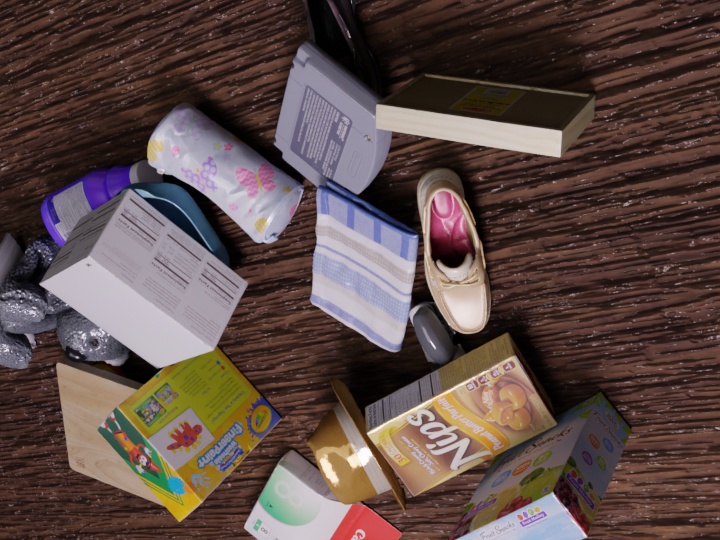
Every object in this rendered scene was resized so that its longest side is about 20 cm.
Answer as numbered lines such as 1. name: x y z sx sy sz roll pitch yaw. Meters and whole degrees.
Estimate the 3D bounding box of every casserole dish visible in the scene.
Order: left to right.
1. casserole dish: -0.240 -0.050 1.374 0.120 0.039 0.201 4 144 28

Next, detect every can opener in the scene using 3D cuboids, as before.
1. can opener: 0.107 0.132 1.288 0.053 0.067 0.202 -13 108 32

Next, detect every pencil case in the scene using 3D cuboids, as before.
1. pencil case: -0.167 -0.120 1.301 0.199 0.091 0.083 35 166 8

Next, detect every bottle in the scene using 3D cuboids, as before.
1. bottle: -0.350 -0.095 1.436 0.199 0.065 0.084 -21 101 36

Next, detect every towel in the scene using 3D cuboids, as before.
1. towel: 0.000 0.000 1.275 0.146 0.024 0.201 31 139 22

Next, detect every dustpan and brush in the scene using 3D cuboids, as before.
1. dustpan and brush: -0.530 0.057 1.606 0.057 0.141 0.201 -1 140 22

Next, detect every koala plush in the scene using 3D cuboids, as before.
1. koala plush: -0.405 0.060 1.513 0.198 0.185 0.178 26 139 -9

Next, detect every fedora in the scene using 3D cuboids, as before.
1. fedora: -0.014 0.234 1.339 0.081 0.201 0.202 -29 101 -4

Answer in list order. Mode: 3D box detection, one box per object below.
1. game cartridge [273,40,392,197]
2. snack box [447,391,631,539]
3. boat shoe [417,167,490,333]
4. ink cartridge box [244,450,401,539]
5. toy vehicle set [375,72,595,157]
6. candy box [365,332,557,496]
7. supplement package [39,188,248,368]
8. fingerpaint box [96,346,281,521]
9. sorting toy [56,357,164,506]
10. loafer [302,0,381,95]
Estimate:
1. game cartridge: -0.030 -0.157 1.192 0.133 0.041 0.200 43 154 8
2. snack box: 0.205 0.246 1.207 0.168 0.200 0.068 -37 94 37
3. boat shoe: 0.105 -0.012 1.201 0.073 0.069 0.202 -15 108 6
4. ink cartridge box: -0.059 0.375 1.527 0.199 0.050 0.162 37 127 11
5. toy vehicle set: 0.129 -0.163 1.085 0.198 0.124 0.027 12 120 25
6. candy box: 0.118 0.172 1.249 0.199 0.055 0.116 -30 115 13
7. supplement package: -0.278 0.017 1.358 0.200 0.112 0.155 41 145 -24
8. fingerpaint box: -0.229 0.210 1.442 0.167 0.200 0.073 47 129 -1
9. sorting toy: -0.354 0.233 1.609 0.198 0.070 0.201 15 121 23
10. loafer: -0.031 -0.250 1.171 0.071 0.063 0.202 -1 114 31
